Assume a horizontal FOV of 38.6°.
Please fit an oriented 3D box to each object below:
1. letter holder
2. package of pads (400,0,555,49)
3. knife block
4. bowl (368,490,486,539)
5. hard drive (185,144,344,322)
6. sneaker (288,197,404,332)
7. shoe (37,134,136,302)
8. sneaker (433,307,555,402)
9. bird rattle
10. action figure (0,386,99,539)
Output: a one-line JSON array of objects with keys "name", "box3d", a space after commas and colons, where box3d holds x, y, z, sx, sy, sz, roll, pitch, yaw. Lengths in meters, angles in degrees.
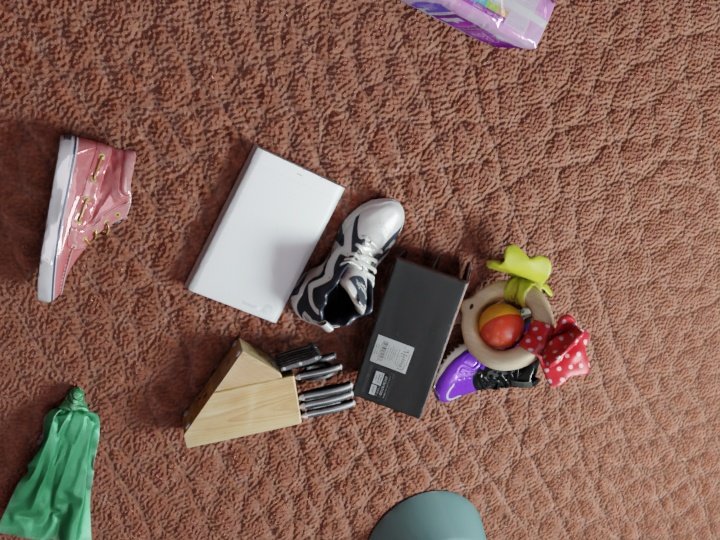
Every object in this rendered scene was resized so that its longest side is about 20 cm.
[{"name": "letter holder", "box3d": [0.075, 0.076, 1.410, 0.100, 0.142, 0.200, 19, 105, 6]}, {"name": "package of pads", "box3d": [0.122, -0.339, 1.247, 0.200, 0.120, 0.076, 20, 96, -27]}, {"name": "knife block", "box3d": [-0.115, 0.178, 1.363, 0.176, 0.064, 0.200, 34, 95, -16]}, {"name": "bowl", "box3d": [0.116, 0.447, 1.555, 0.201, 0.105, 0.201, -8, 113, -18]}, {"name": "hard drive", "box3d": [-0.122, -0.044, 1.317, 0.132, 0.026, 0.200, 23, 99, -27]}, {"name": "sneaker", "box3d": [0.000, 0.000, 1.323, 0.199, 0.130, 0.079, -42, 120, -2]}, {"name": "shoe", "box3d": [-0.321, -0.054, 1.206, 0.091, 0.071, 0.200, 9, 101, -19]}, {"name": "sneaker", "box3d": [0.200, 0.136, 1.462, 0.200, 0.100, 0.070, -34, 143, -7]}, {"name": "bird rattle", "box3d": [0.222, 0.075, 1.424, 0.163, 0.200, 0.113, -25, 160, 18]}, {"name": "action figure", "box3d": [-0.379, 0.243, 1.307, 0.118, 0.055, 0.200, 12, 98, -24]}]
